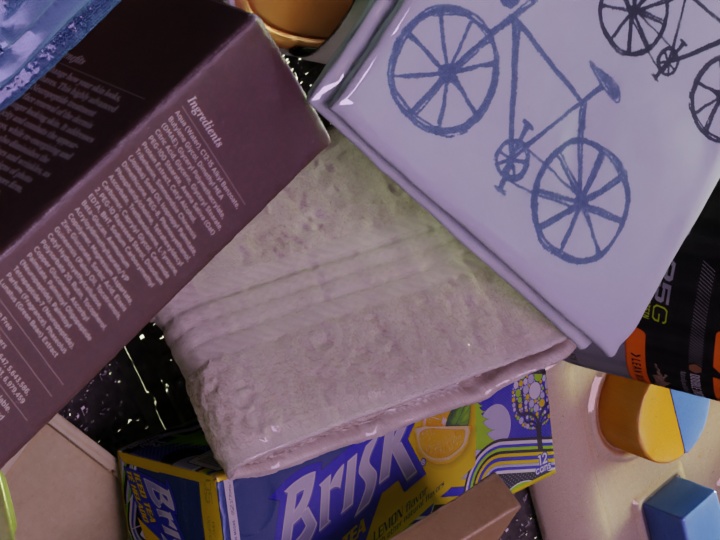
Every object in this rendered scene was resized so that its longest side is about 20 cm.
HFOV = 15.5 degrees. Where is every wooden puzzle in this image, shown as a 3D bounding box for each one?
[{"bbox_3d":[0.173,0.079,1.303,0.200,0.046,0.186,-33,124,-26],"label":"wooden puzzle"}]

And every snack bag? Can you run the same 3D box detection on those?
[{"bbox_3d":[0.091,-0.095,1.055,0.188,0.021,0.200,39,77,-34],"label":"snack bag"}]

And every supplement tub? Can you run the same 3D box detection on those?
[{"bbox_3d":[0.188,0.003,1.169,0.122,0.199,0.123,13,90,-72],"label":"supplement tub"}]

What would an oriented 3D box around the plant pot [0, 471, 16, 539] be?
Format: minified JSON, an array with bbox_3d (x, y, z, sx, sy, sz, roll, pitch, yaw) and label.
[{"bbox_3d":[-0.213,0.095,0.828,0.189,0.200,0.201,-15,115,-25],"label":"plant pot"}]

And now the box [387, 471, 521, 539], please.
[{"bbox_3d":[-0.033,0.164,1.099,0.200,0.021,0.164,-29,164,-21],"label":"box"}]

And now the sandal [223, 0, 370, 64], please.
[{"bbox_3d":[0.037,-0.118,1.110,0.206,0.059,0.079,3,103,-40],"label":"sandal"}]

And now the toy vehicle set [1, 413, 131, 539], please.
[{"bbox_3d":[-0.155,0.160,1.075,0.200,0.026,0.124,-54,131,-11],"label":"toy vehicle set"}]

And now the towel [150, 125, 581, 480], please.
[{"bbox_3d":[0.000,0.000,1.088,0.199,0.133,0.035,-18,157,-31],"label":"towel"}]

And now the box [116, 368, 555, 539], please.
[{"bbox_3d":[-0.006,0.081,1.123,0.200,0.064,0.070,-21,112,-41],"label":"box"}]

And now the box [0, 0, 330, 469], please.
[{"bbox_3d":[-0.119,-0.019,0.992,0.200,0.100,0.075,-46,129,-16],"label":"box"}]

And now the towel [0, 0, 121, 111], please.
[{"bbox_3d":[-0.156,-0.160,0.899,0.112,0.048,0.200,-47,109,-24],"label":"towel"}]
